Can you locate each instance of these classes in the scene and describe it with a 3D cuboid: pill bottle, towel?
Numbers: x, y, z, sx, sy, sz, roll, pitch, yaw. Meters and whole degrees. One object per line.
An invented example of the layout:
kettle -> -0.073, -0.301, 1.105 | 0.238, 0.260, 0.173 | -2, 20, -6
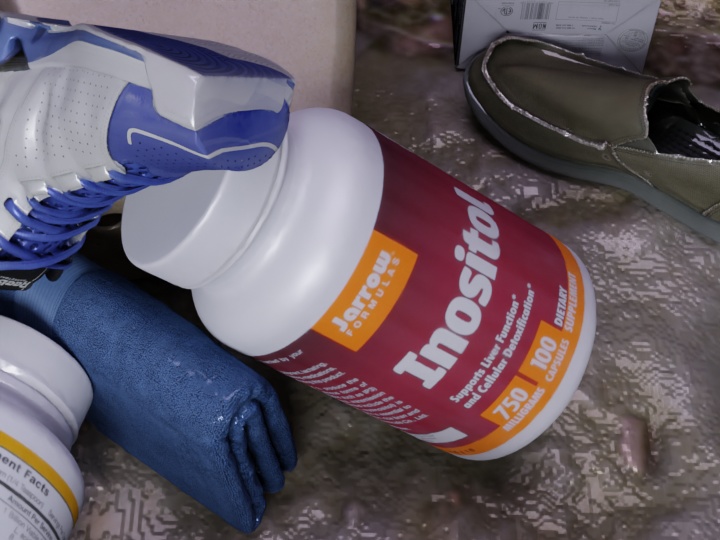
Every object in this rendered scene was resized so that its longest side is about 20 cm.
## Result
pill bottle -> 0.000, 0.000, 0.720 | 0.200, 0.113, 0.113 | 27, 41, -32
pill bottle -> -0.183, 0.118, 0.662 | 0.109, 0.109, 0.201 | 15, 56, 9
towel -> -0.117, 0.033, 0.744 | 0.200, 0.112, 0.049 | 32, 66, 23

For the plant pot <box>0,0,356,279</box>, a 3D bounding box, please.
plant pot -> -0.100, -0.105, 0.814 | 0.199, 0.200, 0.178 | -8, 65, -16

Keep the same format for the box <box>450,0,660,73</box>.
box -> 0.112, -0.211, 0.997 | 0.116, 0.060, 0.201 | 1, 50, -3

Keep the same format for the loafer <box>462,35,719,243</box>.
loafer -> 0.150, -0.085, 0.887 | 0.199, 0.070, 0.075 | 25, 53, 17

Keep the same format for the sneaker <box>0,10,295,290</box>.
sneaker -> -0.116, -0.042, 0.655 | 0.199, 0.116, 0.080 | 14, 11, 36
